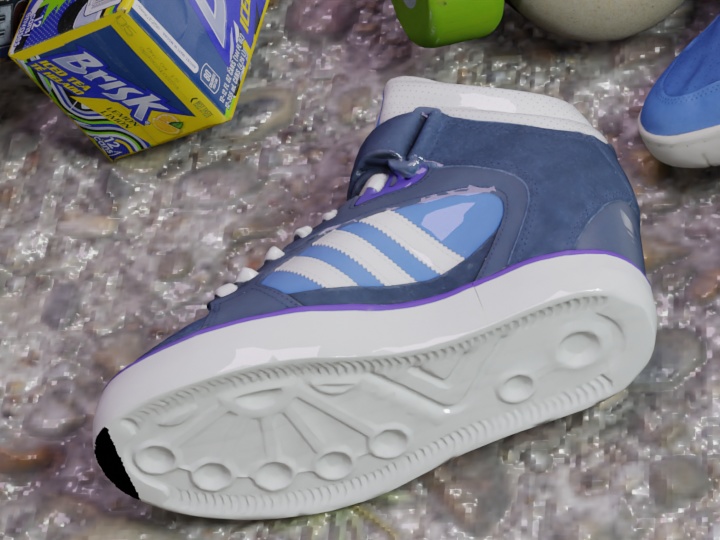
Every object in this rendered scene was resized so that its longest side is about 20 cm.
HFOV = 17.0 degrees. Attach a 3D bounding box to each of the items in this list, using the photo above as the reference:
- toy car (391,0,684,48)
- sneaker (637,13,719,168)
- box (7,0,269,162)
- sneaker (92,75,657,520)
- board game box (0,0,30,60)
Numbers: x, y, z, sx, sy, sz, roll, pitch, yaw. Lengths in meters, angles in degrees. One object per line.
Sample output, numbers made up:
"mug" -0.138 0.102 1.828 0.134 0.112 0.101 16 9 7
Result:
"toy car" 0.065 -0.187 0.973 0.163 0.159 0.200 -13 21 -15
"sneaker" 0.163 -0.134 0.870 0.200 0.111 0.077 -38 29 0
"box" -0.072 -0.144 0.974 0.064 0.070 0.201 -16 43 34
"sneaker" 0.000 0.000 0.848 0.199 0.081 0.147 -16 40 3
"board game box" -0.215 -0.100 0.915 0.135 0.035 0.200 9 11 19
